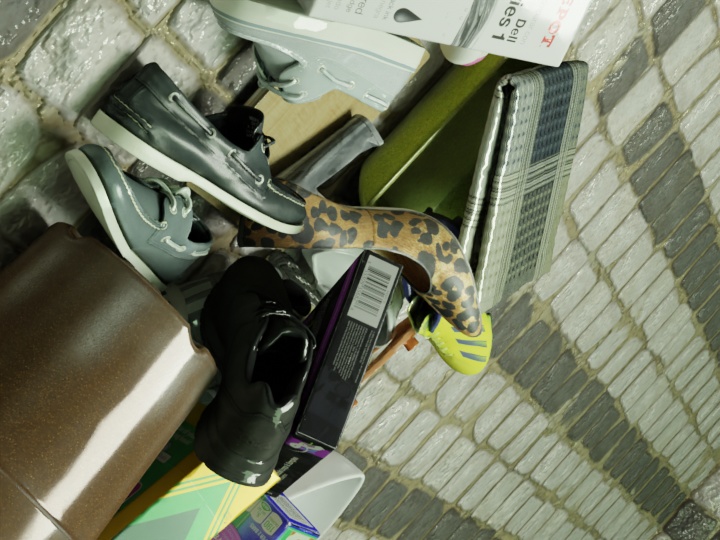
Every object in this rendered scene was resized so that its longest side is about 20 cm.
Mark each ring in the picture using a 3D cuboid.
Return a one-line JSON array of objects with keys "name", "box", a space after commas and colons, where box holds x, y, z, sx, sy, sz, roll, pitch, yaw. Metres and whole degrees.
[{"name": "ring", "box": [-0.011, 0.106, 1.471, 0.200, 0.019, 0.200, -41, -178, 2]}]

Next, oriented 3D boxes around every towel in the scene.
[{"name": "towel", "box": [0.133, -0.073, 1.352, 0.192, 0.034, 0.202, -25, 127, -63]}]

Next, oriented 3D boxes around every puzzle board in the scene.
[{"name": "puzzle board", "box": [-0.039, -0.119, 1.212, 0.200, 0.017, 0.151, -48, 156, 1]}]

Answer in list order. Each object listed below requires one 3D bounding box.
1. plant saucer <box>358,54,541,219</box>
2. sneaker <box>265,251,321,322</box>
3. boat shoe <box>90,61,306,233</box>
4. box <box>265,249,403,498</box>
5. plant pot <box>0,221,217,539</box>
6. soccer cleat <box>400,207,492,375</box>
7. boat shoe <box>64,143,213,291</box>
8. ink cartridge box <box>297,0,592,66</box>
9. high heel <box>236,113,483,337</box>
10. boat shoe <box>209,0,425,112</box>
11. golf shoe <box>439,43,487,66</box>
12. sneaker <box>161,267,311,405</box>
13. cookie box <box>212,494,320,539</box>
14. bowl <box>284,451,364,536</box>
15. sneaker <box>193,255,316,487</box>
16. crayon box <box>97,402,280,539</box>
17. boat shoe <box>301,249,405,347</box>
[{"name": "plant saucer", "box": [0.082, -0.102, 1.391, 0.200, 0.048, 0.200, -47, 155, -2]}, {"name": "sneaker", "box": [-0.066, 0.060, 1.369, 0.088, 0.077, 0.200, -33, 151, -10]}, {"name": "boat shoe", "box": [-0.093, -0.084, 1.096, 0.199, 0.074, 0.066, 28, 96, -44]}, {"name": "box", "box": [-0.032, 0.081, 1.194, 0.200, 0.036, 0.144, 134, -22, -67]}, {"name": "plant pot", "box": [-0.211, 0.089, 1.051, 0.199, 0.200, 0.201, -49, 156, -17]}, {"name": "soccer cleat", "box": [0.065, 0.033, 1.379, 0.084, 0.064, 0.201, -57, 150, -30]}, {"name": "boat shoe", "box": [-0.143, -0.043, 1.079, 0.061, 0.073, 0.200, -31, 161, -4]}, {"name": "ink cartridge box", "box": [0.067, -0.227, 1.055, 0.198, 0.085, 0.147, 7, 126, -27]}, {"name": "high heel", "box": [0.000, 0.000, 1.234, 0.142, 0.201, 0.071, -40, -169, -24]}, {"name": "boat shoe", "box": [-0.032, -0.144, 1.096, 0.200, 0.070, 0.072, 8, 112, -52]}, {"name": "golf shoe", "box": [0.063, -0.227, 1.170, 0.091, 0.075, 0.201, -22, 141, -22]}, {"name": "sneaker", "box": [-0.087, 0.060, 1.286, 0.115, 0.075, 0.200, -23, 151, -4]}, {"name": "cookie box", "box": [-0.162, 0.230, 1.336, 0.200, 0.171, 0.075, -48, 152, 1]}, {"name": "bowl", "box": [-0.112, 0.238, 1.517, 0.199, 0.075, 0.200, -13, 149, -50]}, {"name": "sneaker", "box": [-0.064, 0.054, 1.125, 0.075, 0.201, 0.091, 20, 127, -21]}, {"name": "crayon box", "box": [-0.177, 0.165, 1.198, 0.172, 0.200, 0.059, -38, 115, -19]}, {"name": "boat shoe", "box": [0.001, 0.013, 1.359, 0.200, 0.073, 0.067, 43, 47, -63]}]
